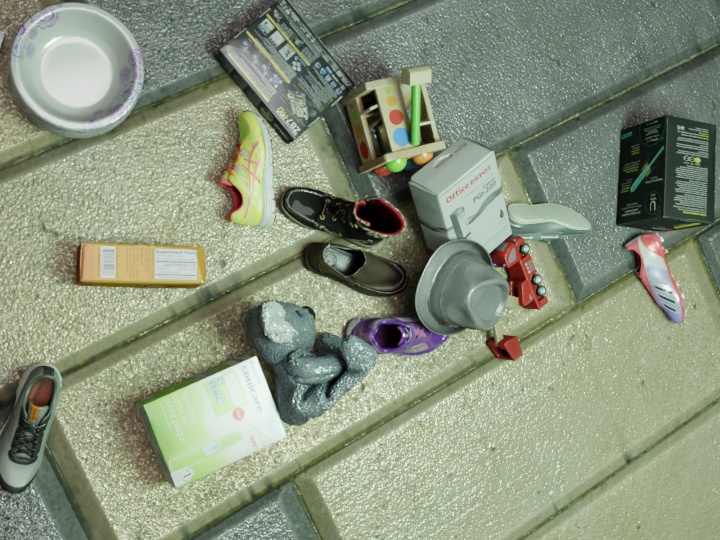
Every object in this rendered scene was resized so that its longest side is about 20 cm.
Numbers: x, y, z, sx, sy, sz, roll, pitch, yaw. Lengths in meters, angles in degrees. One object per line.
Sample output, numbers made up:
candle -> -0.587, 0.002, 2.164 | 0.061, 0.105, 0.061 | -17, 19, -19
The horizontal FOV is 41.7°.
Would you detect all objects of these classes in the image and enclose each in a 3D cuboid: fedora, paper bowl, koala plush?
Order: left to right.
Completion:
paper bowl -> -0.447, -0.308, 1.484 | 0.199, 0.104, 0.202 | 1, 87, -22
koala plush -> -0.110, 0.130, 1.555 | 0.184, 0.177, 0.200 | -44, 102, -15
fedora -> 0.193, 0.043, 1.649 | 0.200, 0.090, 0.178 | 32, 85, -51

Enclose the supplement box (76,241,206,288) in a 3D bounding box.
supplement box -> -0.352, -0.007, 1.523 | 0.199, 0.066, 0.069 | 4, 82, -22

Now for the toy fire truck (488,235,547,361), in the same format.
toy fire truck -> 0.280, 0.051, 1.771 | 0.141, 0.049, 0.201 | -33, 109, -28

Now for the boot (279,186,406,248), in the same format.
boot -> -0.028, -0.097, 1.614 | 0.199, 0.150, 0.074 | 26, 77, -19

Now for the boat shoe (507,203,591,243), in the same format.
boat shoe -> 0.356, -0.087, 1.829 | 0.199, 0.073, 0.062 | 3, 128, -29

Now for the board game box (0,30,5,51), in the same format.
board game box -> -0.665, -0.297, 1.429 | 0.199, 0.041, 0.201 | 17, 81, -20

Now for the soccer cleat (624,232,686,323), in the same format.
soccer cleat -> 0.601, 0.020, 1.916 | 0.076, 0.067, 0.201 | -20, 101, 9

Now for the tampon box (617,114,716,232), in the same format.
tampon box -> 0.608, -0.187, 1.878 | 0.125, 0.150, 0.202 | 6, 84, -21

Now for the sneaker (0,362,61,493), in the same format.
sneaker -> -0.507, 0.239, 1.436 | 0.074, 0.079, 0.202 | 16, 82, -22

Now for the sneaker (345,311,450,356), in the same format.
sneaker -> 0.078, 0.114, 1.676 | 0.199, 0.088, 0.081 | -3, 85, -25

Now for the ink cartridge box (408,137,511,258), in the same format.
ink cartridge box -> 0.181, -0.112, 1.687 | 0.145, 0.085, 0.201 | -39, 132, -20

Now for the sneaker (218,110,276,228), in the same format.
sneaker -> -0.196, -0.170, 1.592 | 0.090, 0.078, 0.202 | -5, 89, -20

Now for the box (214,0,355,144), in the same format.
box -> -0.129, -0.348, 1.646 | 0.161, 0.049, 0.200 | -46, 103, -20

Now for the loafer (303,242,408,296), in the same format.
loafer -> 0.000, 0.000, 1.661 | 0.199, 0.071, 0.074 | 13, 82, -21

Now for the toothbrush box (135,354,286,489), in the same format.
toothbrush box -> -0.243, 0.243, 1.539 | 0.199, 0.086, 0.147 | -22, 95, -23

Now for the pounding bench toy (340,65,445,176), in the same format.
pounding bench toy -> 0.073, -0.255, 1.639 | 0.124, 0.200, 0.157 | -16, 91, -22
